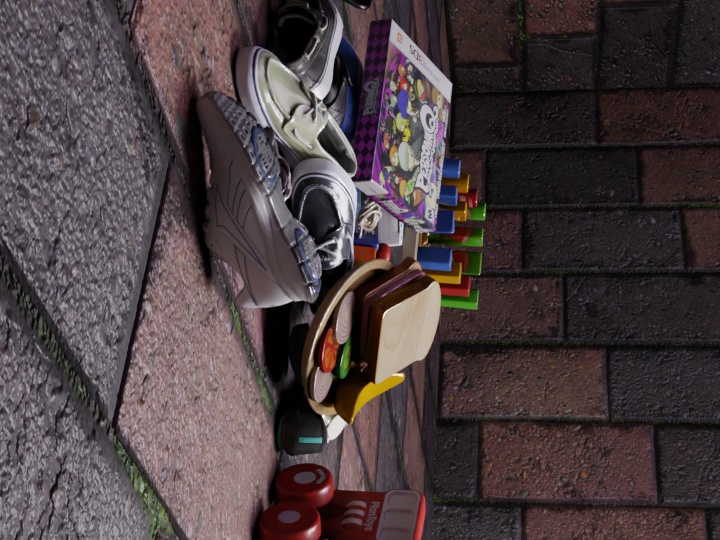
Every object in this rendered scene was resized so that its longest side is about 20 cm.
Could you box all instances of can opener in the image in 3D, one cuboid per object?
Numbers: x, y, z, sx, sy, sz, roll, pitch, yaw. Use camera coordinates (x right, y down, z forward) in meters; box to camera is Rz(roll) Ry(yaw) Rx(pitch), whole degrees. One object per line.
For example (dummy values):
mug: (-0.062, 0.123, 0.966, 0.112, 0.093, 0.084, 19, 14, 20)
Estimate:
can opener: (-0.058, 0.032, 1.387, 0.053, 0.065, 0.204, 83, 1, -71)

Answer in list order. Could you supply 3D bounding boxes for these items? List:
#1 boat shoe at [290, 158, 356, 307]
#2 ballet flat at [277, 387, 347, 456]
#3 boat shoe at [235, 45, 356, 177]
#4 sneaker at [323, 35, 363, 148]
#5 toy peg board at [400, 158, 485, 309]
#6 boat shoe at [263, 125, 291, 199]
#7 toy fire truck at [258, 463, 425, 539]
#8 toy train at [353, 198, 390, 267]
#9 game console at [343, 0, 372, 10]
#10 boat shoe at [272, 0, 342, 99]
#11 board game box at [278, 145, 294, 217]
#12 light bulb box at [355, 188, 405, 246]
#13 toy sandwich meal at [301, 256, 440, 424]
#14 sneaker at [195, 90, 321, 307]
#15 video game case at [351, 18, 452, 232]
boat shoe: (-0.040, -0.033, 1.275, 0.202, 0.070, 0.069, 89, 4, -51)
ballet flat: (-0.047, 0.171, 1.399, 0.200, 0.067, 0.069, -63, 156, -72)
boat shoe: (-0.062, -0.160, 1.207, 0.200, 0.061, 0.073, 51, 43, -53)
sneaker: (-0.044, -0.239, 1.396, 0.112, 0.075, 0.203, 59, 19, -51)
toy peg board: (0.117, -0.053, 1.600, 0.200, 0.096, 0.203, 76, 19, -67)
boat shoe: (-0.092, -0.090, 1.141, 0.200, 0.056, 0.068, 57, 34, -74)
toy fire truck: (-0.016, 0.294, 1.269, 0.200, 0.165, 0.114, -68, 156, -68)
toy train: (0.000, 0.000, 1.415, 0.116, 0.083, 0.203, -102, -159, -56)
game console: (-0.041, -0.398, 1.298, 0.201, 0.114, 0.179, -76, 164, -60)
boat shoe: (-0.061, -0.262, 1.300, 0.202, 0.070, 0.064, -92, 162, -48)
board game box: (-0.081, -0.071, 1.308, 0.135, 0.028, 0.204, 28, 62, -81)
light bulb box: (0.004, -0.133, 1.564, 0.200, 0.122, 0.202, -23, 113, -82)
toy sandwich meal: (0.013, 0.080, 1.320, 0.205, 0.069, 0.208, -41, 143, -40)
sneaker: (-0.104, -0.054, 1.023, 0.075, 0.086, 0.203, -58, 129, -70)
video game case: (0.052, -0.170, 1.424, 0.181, 0.035, 0.204, 32, 61, -57)
